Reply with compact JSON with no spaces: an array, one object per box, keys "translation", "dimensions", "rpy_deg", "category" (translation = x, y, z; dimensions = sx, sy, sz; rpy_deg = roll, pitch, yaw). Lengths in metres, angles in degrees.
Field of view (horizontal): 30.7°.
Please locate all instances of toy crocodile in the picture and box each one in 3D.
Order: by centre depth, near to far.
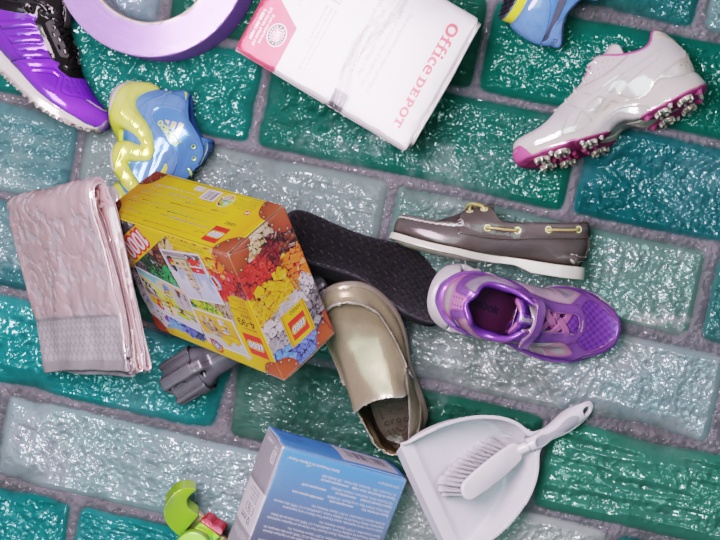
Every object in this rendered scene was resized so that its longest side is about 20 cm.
[{"translation":[-0.133,0.303,1.358],"dimensions":[0.062,0.068,0.200],"rpy_deg":[-43,89,5],"category":"toy crocodile"}]

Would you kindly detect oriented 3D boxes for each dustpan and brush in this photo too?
[{"translation":[0.149,0.185,1.322],"dimensions":[0.199,0.057,0.141],"rpy_deg":[-32,107,-24],"category":"dustpan and brush"}]

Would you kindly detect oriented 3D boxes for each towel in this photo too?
[{"translation":[-0.285,0.011,1.303],"dimensions":[0.032,0.199,0.193],"rpy_deg":[-16,97,-38],"category":"towel"}]

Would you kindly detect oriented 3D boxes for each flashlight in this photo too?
[{"translation":[-0.108,0.069,1.343],"dimensions":[0.199,0.068,0.068],"rpy_deg":[-31,124,11],"category":"flashlight"}]

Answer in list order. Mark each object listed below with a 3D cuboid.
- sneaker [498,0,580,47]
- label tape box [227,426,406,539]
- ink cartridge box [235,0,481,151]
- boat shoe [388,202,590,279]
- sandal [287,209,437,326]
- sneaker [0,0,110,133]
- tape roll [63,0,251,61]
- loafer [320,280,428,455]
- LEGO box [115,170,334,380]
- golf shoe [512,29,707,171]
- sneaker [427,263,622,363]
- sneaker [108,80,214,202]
[{"translation":[0.212,-0.316,1.284],"dimensions":[0.078,0.066,0.202],"rpy_deg":[25,97,-9],"category":"sneaker"},{"translation":[-0.057,0.275,1.324],"dimensions":[0.142,0.066,0.202],"rpy_deg":[18,97,-23],"category":"label tape box"},{"translation":[0.000,-0.229,1.296],"dimensions":[0.199,0.083,0.146],"rpy_deg":[31,96,2],"category":"ink cartridge box"},{"translation":[0.129,-0.036,1.309],"dimensions":[0.199,0.072,0.061],"rpy_deg":[10,91,-3],"category":"boat shoe"},{"translation":[0.000,0.000,1.315],"dimensions":[0.199,0.045,0.076],"rpy_deg":[25,52,-19],"category":"sandal"},{"translation":[-0.319,-0.228,1.334],"dimensions":[0.200,0.070,0.100],"rpy_deg":[40,95,1],"category":"sneaker"},{"translation":[-0.204,-0.314,1.319],"dimensions":[0.198,0.066,0.203],"rpy_deg":[1,95,5],"category":"tape roll"},{"translation":[0.017,0.100,1.292],"dimensions":[0.075,0.069,0.201],"rpy_deg":[-18,118,16],"category":"loafer"},{"translation":[-0.136,0.001,1.249],"dimensions":[0.077,0.199,0.150],"rpy_deg":[-41,128,-29],"category":"LEGO box"},{"translation":[0.235,-0.165,1.294],"dimensions":[0.198,0.075,0.092],"rpy_deg":[-23,77,5],"category":"golf shoe"},{"translation":[0.167,0.047,1.289],"dimensions":[0.198,0.088,0.081],"rpy_deg":[12,90,-11],"category":"sneaker"},{"translation":[-0.200,-0.093,1.331],"dimensions":[0.104,0.076,0.203],"rpy_deg":[-3,93,5],"category":"sneaker"}]
